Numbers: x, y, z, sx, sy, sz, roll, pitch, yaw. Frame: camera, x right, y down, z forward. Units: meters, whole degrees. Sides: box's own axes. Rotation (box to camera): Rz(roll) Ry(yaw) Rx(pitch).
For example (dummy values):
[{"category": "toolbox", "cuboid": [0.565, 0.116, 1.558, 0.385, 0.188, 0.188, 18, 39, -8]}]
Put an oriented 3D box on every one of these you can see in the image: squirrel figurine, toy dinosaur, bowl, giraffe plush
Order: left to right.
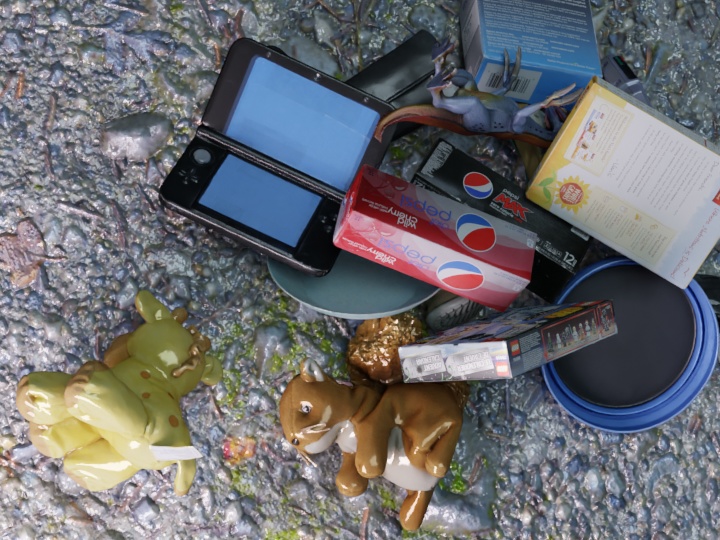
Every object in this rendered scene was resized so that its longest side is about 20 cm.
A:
[{"category": "giraffe plush", "cuboid": [-0.222, 0.113, 1.489, 0.198, 0.174, 0.163, 6, 49, 16]}, {"category": "squirrel figurine", "cuboid": [0.013, 0.141, 1.562, 0.185, 0.142, 0.201, 21, 60, 2]}, {"category": "toy dinosaur", "cuboid": [0.140, -0.173, 1.592, 0.181, 0.199, 0.106, 41, 25, -34]}, {"category": "bowl", "cuboid": [0.293, 0.078, 1.631, 0.198, 0.039, 0.203, -1, 107, -4]}]

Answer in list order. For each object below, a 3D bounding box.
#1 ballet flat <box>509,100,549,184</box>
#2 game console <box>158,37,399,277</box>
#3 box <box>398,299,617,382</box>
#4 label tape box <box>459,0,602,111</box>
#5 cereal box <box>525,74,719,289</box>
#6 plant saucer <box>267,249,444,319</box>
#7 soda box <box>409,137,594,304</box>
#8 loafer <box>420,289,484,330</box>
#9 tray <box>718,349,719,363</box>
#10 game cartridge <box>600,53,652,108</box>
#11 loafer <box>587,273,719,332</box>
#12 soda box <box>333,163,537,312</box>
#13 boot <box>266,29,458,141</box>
[{"category": "ballet flat", "cuboid": [0.207, -0.129, 1.658, 0.063, 0.068, 0.202, -29, 58, 24]}, {"category": "game console", "cuboid": [-0.085, -0.119, 1.553, 0.198, 0.117, 0.177, 25, 46, 3]}, {"category": "box", "cuboid": [0.152, 0.071, 1.507, 0.199, 0.136, 0.040, -16, 97, -48]}, {"category": "label tape box", "cuboid": [0.191, -0.283, 1.706, 0.142, 0.066, 0.202, 8, 49, -12]}, {"category": "cereal box", "cuboid": [0.290, -0.090, 1.540, 0.199, 0.040, 0.145, 30, 113, -3]}, {"category": "plant saucer", "cuboid": [0.000, 0.000, 1.578, 0.198, 0.039, 0.202, 0, 36, 0]}, {"category": "soda box", "cuboid": [0.144, -0.053, 1.584, 0.199, 0.071, 0.064, 33, 56, 4]}, {"category": "loafer", "cuboid": [0.133, -0.007, 1.644, 0.199, 0.075, 0.070, -37, 73, -28]}, {"category": "tray", "cuboid": [0.469, 0.097, 1.724, 0.106, 0.022, 0.202, -17, 83, -18]}, {"category": "game cartridge", "cuboid": [0.309, -0.165, 1.638, 0.038, 0.200, 0.131, -22, 108, 8]}, {"category": "loafer", "cuboid": [0.328, 0.029, 1.685, 0.198, 0.068, 0.071, 5, 56, -8]}, {"category": "soda box", "cuboid": [0.076, -0.031, 1.509, 0.198, 0.070, 0.064, 21, 54, -10]}, {"category": "boot", "cuboid": [0.000, -0.215, 1.648, 0.199, 0.066, 0.166, -30, 99, -12]}]
